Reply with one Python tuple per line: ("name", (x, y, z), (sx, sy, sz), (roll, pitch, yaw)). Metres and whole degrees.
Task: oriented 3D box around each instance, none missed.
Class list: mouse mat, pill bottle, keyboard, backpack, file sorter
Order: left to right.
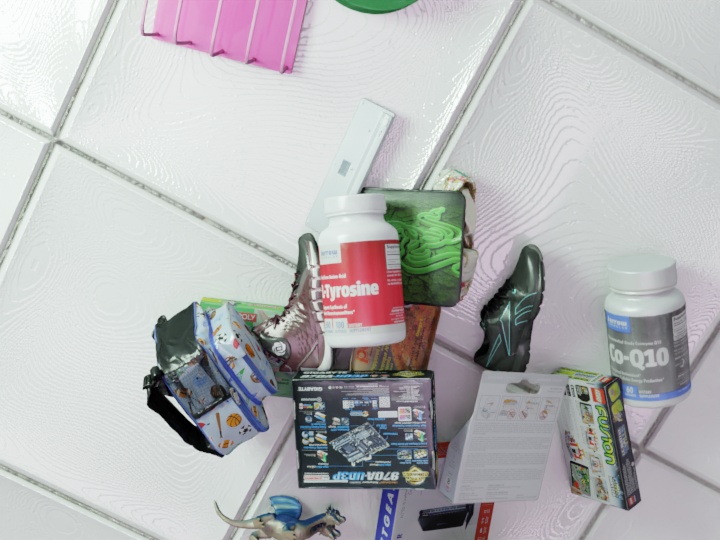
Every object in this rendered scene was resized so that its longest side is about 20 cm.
("backpack", (-0.199, 0.151, 1.276), (0.153, 0.200, 0.192), (-23, 113, 2))
("file sorter", (-0.176, -0.349, 1.202), (0.198, 0.126, 0.140), (14, 104, -4))
("keyboard", (-0.016, -0.142, 1.305), (0.056, 0.011, 0.201), (29, 101, 17))
("pill bottle", (0.000, 0.000, 1.250), (0.111, 0.112, 0.202), (-5, 89, 1))
("mouse mat", (0.049, -0.035, 1.294), (0.198, 0.008, 0.163), (4, 92, 19))
("pill bottle", (0.412, 0.085, 1.319), (0.112, 0.114, 0.202), (-9, 104, 2))

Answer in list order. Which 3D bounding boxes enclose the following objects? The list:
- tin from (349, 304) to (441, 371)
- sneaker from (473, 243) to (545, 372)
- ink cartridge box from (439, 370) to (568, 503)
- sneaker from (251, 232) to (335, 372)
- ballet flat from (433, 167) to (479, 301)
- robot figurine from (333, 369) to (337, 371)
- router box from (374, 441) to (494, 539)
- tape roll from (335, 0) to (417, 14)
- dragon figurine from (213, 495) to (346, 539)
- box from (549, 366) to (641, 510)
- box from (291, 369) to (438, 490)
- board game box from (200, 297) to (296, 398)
("tin", (0.048, 0.097, 1.325), (0.111, 0.042, 0.202), (16, 80, -7))
("sneaker", (0.218, 0.058, 1.332), (0.078, 0.075, 0.202), (10, 103, 0))
("ink cartridge box", (0.209, 0.239, 1.339), (0.161, 0.057, 0.202), (6, 97, -29))
("sneaker", (-0.102, 0.051, 1.305), (0.114, 0.076, 0.202), (-8, 87, 0))
("ballet flat", (0.138, -0.044, 1.304), (0.075, 0.064, 0.202), (-16, 107, -34))
("robot figurine", (0.010, 0.238, 1.371), (0.199, 0.058, 0.145), (36, 95, -19))
("router box", (0.115, 0.361, 1.382), (0.178, 0.049, 0.202), (0, 106, -28))
("tape roll", (0.023, -0.442, 1.203), (0.198, 0.048, 0.203), (-2, 100, -9))
("dragon figurine", (-0.124, 0.389, 1.419), (0.198, 0.099, 0.060), (9, 106, 17))
("box", (0.348, 0.249, 1.364), (0.035, 0.110, 0.202), (-23, 107, -34))
("box", (0.007, 0.221, 1.273), (0.198, 0.046, 0.161), (-2, 99, 9))
("board game box", (-0.144, 0.118, 1.368), (0.198, 0.029, 0.136), (7, 103, -2))
